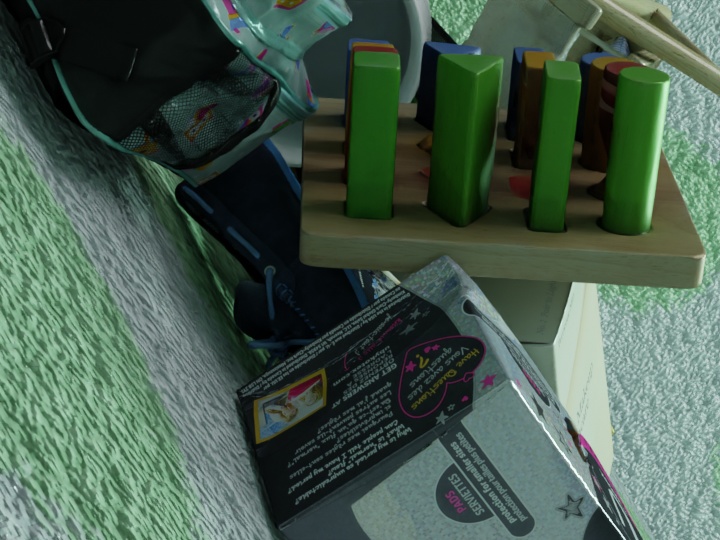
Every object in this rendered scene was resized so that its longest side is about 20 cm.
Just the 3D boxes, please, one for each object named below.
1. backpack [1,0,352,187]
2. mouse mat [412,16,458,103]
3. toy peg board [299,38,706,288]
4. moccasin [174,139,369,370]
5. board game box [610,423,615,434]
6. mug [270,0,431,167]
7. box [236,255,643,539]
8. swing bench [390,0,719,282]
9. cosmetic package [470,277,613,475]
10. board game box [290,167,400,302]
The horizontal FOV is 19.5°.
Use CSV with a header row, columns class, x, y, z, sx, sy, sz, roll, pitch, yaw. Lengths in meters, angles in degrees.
class,x,y,z,sx,sy,sz,roll,pitch,yaw
backpack,-0.095,-0.139,1.040,0.176,0.153,0.200,55,-2,16
mouse mat,-0.018,-0.131,1.419,0.008,0.161,0.200,15,28,-48
toy peg board,0.071,-0.080,1.087,0.199,0.198,0.099,-92,-174,-66
moccasin,-0.037,0.017,1.117,0.200,0.068,0.081,57,-9,37
board game box,0.092,0.073,1.534,0.201,0.056,0.166,60,-24,18
mug,-0.039,-0.174,1.297,0.201,0.147,0.175,62,11,-9
box,0.053,0.118,1.021,0.200,0.132,0.115,53,8,-35
swing bench,0.109,-0.086,1.305,0.199,0.199,0.130,19,23,-44
cosmetic package,0.090,0.071,1.151,0.201,0.073,0.104,79,23,-45
board game box,0.000,0.000,1.276,0.135,0.035,0.200,36,17,-21
